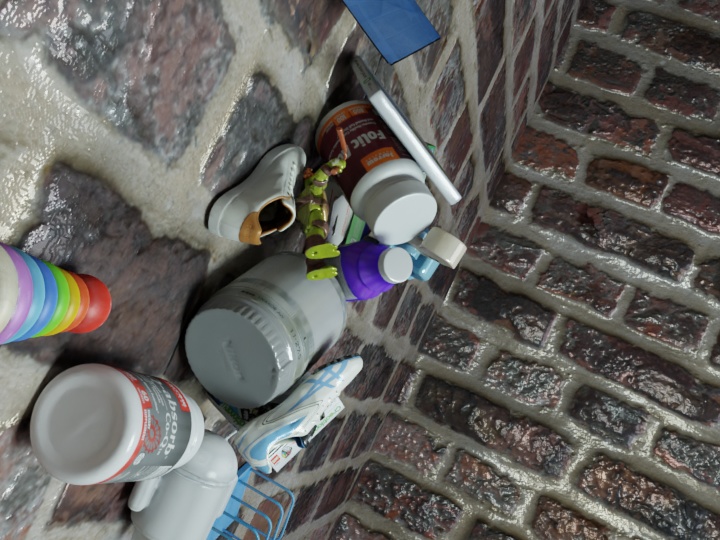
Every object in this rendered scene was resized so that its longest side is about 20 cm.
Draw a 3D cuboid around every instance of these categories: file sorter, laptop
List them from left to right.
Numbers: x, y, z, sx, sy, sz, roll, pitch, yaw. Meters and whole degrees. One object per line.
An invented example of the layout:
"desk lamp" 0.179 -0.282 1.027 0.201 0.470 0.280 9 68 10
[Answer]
"file sorter" -0.228 0.484 1.344 0.200 0.122 0.139 -31 143 -64
"laptop" 0.046 -0.393 0.914 0.187 0.116 0.201 -46 156 -53

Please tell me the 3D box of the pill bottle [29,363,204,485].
"pill bottle" -0.250 0.168 0.780 0.116 0.115 0.200 -63 166 -8

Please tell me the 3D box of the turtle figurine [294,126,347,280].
"turtle figurine" -0.058 -0.081 0.960 0.200 0.064 0.162 118 -27 -50

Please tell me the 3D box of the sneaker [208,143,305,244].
"sneaker" -0.107 -0.092 0.926 0.200 0.084 0.073 -55 161 -44

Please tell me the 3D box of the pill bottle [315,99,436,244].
"pill bottle" 0.021 -0.139 1.024 0.114 0.200 0.114 -19 144 -15

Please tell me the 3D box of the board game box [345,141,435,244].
"board game box" 0.048 -0.118 1.186 0.134 0.029 0.201 -6 119 -54

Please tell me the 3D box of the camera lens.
"camera lens" -0.122 0.075 0.986 0.200 0.159 0.161 -42 153 -56

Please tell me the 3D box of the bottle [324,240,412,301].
"bottle" 0.000 0.000 1.028 0.065 0.084 0.200 -24 -173 -30

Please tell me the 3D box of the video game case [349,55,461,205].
"video game case" 0.061 -0.203 1.031 0.022 0.200 0.182 -36 -150 11

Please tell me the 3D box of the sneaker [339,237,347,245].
"sneaker" -0.027 -0.034 1.224 0.200 0.078 0.140 -49 168 2

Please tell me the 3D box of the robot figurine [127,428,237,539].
"robot figurine" -0.247 0.308 1.017 0.169 0.113 0.201 29 86 -52

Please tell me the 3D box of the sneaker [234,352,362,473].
"sneaker" -0.069 0.181 0.933 0.200 0.073 0.072 -38 172 -22

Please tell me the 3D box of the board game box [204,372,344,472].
"board game box" -0.128 0.186 1.035 0.126 0.200 0.035 -41 127 -17

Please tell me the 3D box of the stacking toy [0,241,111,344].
"stacking toy" -0.266 0.025 0.585 0.086 0.085 0.200 -64 171 -3

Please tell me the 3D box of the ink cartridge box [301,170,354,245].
"ink cartridge box" -0.032 -0.120 1.169 0.200 0.067 0.117 -49 159 -50

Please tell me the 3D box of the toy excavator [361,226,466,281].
"toy excavator" 0.094 -0.035 1.098 0.100 0.200 0.194 -57 146 -8
